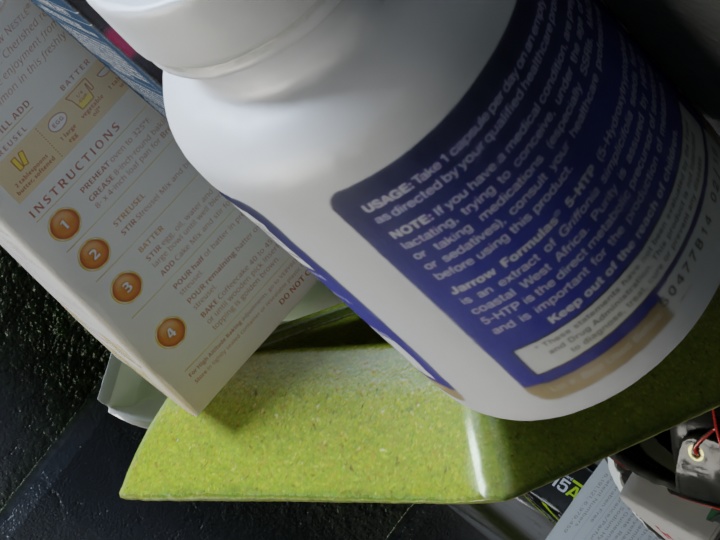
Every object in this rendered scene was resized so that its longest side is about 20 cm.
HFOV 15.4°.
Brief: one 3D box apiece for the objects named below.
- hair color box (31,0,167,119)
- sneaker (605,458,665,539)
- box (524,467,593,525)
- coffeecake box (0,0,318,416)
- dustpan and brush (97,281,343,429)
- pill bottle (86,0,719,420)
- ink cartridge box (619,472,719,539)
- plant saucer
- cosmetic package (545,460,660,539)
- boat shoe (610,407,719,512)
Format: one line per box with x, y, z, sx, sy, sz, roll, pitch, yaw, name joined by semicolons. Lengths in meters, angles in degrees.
-0.018;-0.078;0.862;0.200;0.100;0.060;41;174;-38;hair color box
0.155;0.088;1.258;0.086;0.080;0.200;47;177;47;sneaker
0.209;0.208;2.002;0.193;0.048;0.200;36;175;36;box
-0.079;-0.075;0.910;0.200;0.154;0.073;48;169;-34;coffeecake box
0.000;0.000;1.068;0.057;0.140;0.200;34;-155;32;dustpan and brush
0.013;-0.053;0.775;0.200;0.120;0.120;43;172;-40;pill bottle
0.220;0.126;1.098;0.146;0.084;0.200;41;173;-27;ink cartridge box
0.040;0.033;0.969;0.199;0.200;0.048;-5;100;46;plant saucer
0.213;0.249;1.695;0.167;0.167;0.200;41;172;-32;cosmetic package
0.148;0.064;1.037;0.063;0.074;0.201;12;-174;-27;boat shoe
